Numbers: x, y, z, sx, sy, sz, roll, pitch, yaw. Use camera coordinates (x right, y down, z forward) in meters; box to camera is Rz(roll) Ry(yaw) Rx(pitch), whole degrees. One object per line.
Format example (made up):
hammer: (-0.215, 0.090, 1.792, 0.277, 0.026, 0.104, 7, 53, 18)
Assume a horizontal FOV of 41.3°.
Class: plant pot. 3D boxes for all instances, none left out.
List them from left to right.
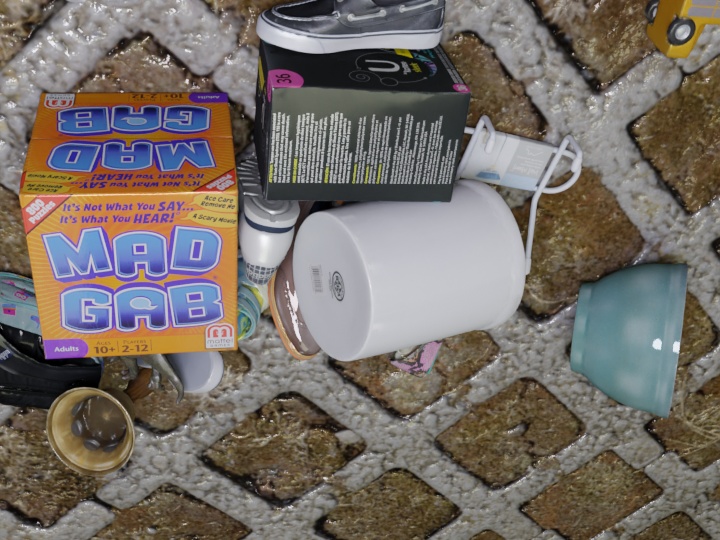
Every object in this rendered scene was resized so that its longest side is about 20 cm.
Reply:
plant pot: (0.349, 0.082, 1.257, 0.133, 0.201, 0.202, 8, 131, 16)

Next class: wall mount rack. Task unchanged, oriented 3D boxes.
wall mount rack: (0.171, -0.091, 1.141, 0.198, 0.075, 0.175, 9, 127, -17)

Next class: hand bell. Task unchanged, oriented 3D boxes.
hand bell: (-0.282, 0.153, 1.144, 0.103, 0.200, 0.105, 2, 105, 9)

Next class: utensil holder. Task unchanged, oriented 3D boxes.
utensil holder: (0.050, -0.001, 1.029, 0.199, 0.170, 0.171, -13, 133, -33)

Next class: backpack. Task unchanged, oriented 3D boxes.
backpack: (-0.396, 0.084, 1.122, 0.199, 0.127, 0.167, 18, 135, -27)

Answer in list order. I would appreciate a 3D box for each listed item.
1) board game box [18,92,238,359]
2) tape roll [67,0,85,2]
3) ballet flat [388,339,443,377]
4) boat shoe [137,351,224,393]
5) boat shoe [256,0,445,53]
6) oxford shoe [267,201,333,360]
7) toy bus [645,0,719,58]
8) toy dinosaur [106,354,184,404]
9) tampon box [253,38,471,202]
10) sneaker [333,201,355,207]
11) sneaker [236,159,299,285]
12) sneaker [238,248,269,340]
board game box: (-0.233, -0.052, 1.004, 0.198, 0.201, 0.201, -2, 128, -10)
tape roll: (-0.211, -0.340, 0.785, 0.202, 0.203, 0.139, -29, 128, 11)
ballet flat: (0.089, 0.062, 1.249, 0.071, 0.069, 0.201, 12, 128, -19)
boat shoe: (-0.207, 0.105, 1.156, 0.065, 0.199, 0.074, 20, 88, -38)
boat shoe: (-0.007, -0.265, 0.970, 0.198, 0.072, 0.068, -3, 130, -13)
oxford shoe: (-0.059, 0.001, 1.092, 0.071, 0.073, 0.202, -2, 87, -40)
toy bus: (0.368, -0.328, 1.007, 0.077, 0.065, 0.201, -1, 127, -13)
toy dinosaur: (-0.253, 0.075, 1.093, 0.076, 0.201, 0.103, -7, 129, -17)
tampon box: (-0.006, -0.161, 0.996, 0.198, 0.150, 0.127, 0, 123, -12)
sneaker: (0.000, 0.000, 1.156, 0.092, 0.076, 0.201, -38, 129, -16)
sneaker: (-0.103, -0.060, 1.026, 0.076, 0.200, 0.081, 9, 114, -3)
sneaker: (-0.116, 0.030, 1.136, 0.198, 0.131, 0.080, -9, 128, -7)
